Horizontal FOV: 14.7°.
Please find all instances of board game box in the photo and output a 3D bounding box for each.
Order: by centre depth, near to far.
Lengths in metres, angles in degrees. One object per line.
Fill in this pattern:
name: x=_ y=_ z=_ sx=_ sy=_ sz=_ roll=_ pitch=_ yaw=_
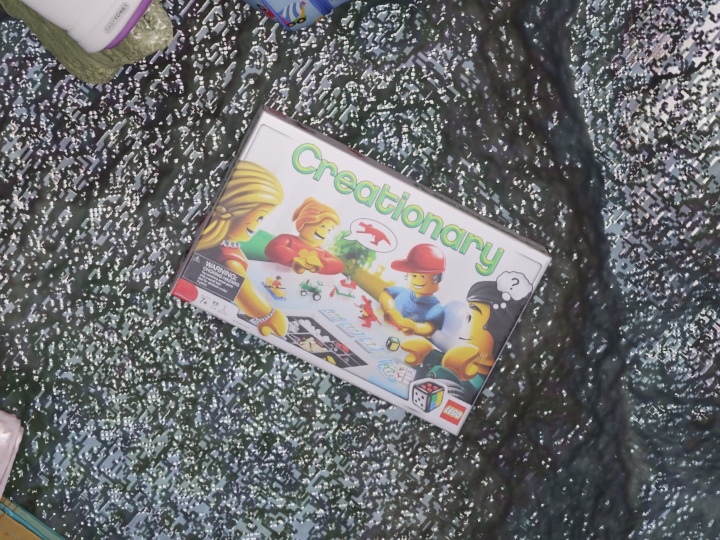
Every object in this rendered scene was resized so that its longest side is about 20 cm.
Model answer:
board game box: x=0.000 y=0.000 z=1.697 sx=0.199 sy=0.035 sz=0.127 roll=26 pitch=100 yaw=-8

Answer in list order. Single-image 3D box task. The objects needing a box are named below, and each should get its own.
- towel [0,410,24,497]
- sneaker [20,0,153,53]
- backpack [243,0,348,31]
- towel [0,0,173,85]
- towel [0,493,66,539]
towel: x=-0.318 y=0.136 z=1.646 sx=0.199 sy=0.032 sz=0.192 roll=17 pitch=120 yaw=-10
sneaker: x=-0.121 y=-0.209 z=1.441 sx=0.099 sy=0.075 sz=0.200 roll=31 pitch=112 yaw=-10
backpack: x=-0.074 y=-0.216 z=1.574 sx=0.134 sy=0.183 sz=0.200 roll=-42 pitch=107 yaw=3
towel: x=-0.193 y=-0.193 z=1.594 sx=0.036 sy=0.148 sz=0.200 roll=-46 pitch=102 yaw=-19
towel: x=-0.247 y=0.192 z=1.708 sx=0.200 sy=0.022 sz=0.147 roll=37 pitch=116 yaw=-19
